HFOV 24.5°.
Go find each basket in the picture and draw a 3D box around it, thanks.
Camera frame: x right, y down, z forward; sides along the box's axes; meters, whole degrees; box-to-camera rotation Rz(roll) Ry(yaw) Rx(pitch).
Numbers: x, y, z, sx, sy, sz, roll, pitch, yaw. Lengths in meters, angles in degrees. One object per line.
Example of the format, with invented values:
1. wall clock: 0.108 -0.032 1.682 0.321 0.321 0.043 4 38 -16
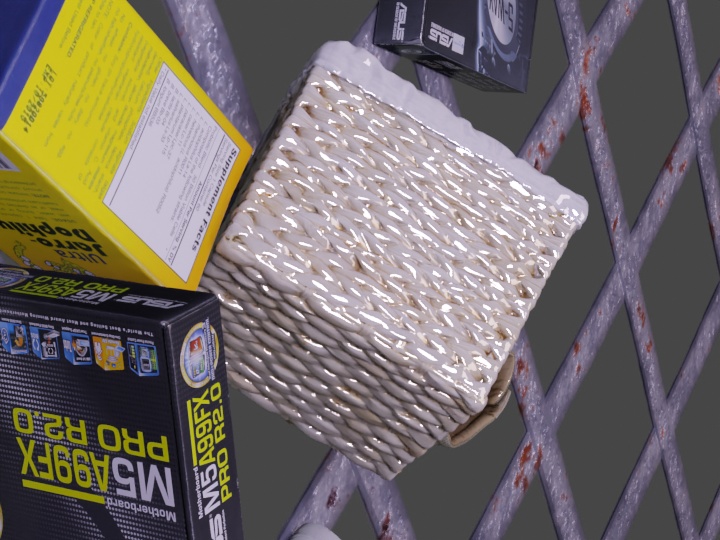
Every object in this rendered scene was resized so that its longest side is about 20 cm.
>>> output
1. basket: 0.000 0.000 1.049 0.161 0.199 0.198 -60 -175 -28

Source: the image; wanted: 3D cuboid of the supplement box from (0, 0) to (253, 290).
1. supplement box: -0.164 -0.076 0.901 0.200 0.109 0.109 50 54 -50

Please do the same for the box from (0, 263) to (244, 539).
1. box: -0.155 0.083 0.858 0.044 0.199 0.162 -29 121 -53

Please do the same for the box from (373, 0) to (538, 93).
1. box: 0.086 -0.241 1.353 0.200 0.043 0.162 12 85 -60

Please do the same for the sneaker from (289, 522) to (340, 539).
1. sneaker: -0.009 0.293 1.203 0.115 0.200 0.074 -40 174 -44

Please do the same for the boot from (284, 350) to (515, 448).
1. boot: 0.049 0.053 1.240 0.200 0.154 0.072 -51 136 -42
